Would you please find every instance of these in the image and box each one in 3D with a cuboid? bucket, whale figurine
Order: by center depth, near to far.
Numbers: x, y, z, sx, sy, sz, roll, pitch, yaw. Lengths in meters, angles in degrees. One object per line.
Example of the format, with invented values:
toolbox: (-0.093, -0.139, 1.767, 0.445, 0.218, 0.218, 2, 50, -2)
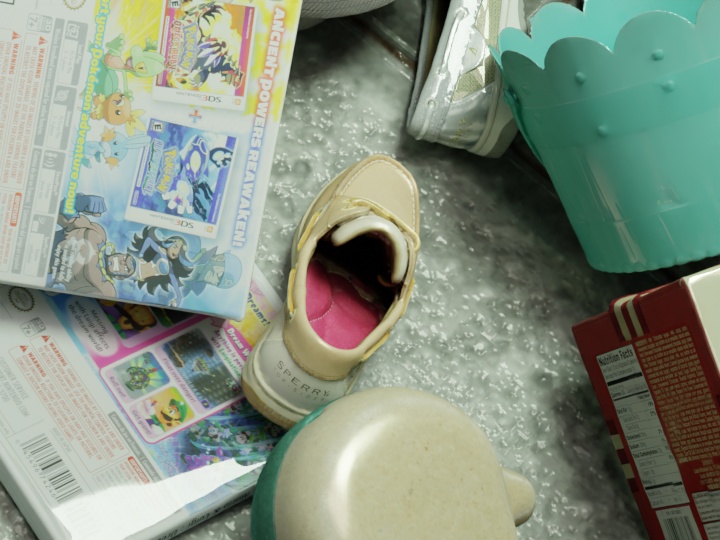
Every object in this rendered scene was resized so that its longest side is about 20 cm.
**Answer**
whale figurine: (0.025, 0.155, 1.248, 0.159, 0.104, 0.200, -43, 104, -34)
bucket: (0.184, -0.093, 1.357, 0.207, 0.207, 0.135, -26, 103, -30)

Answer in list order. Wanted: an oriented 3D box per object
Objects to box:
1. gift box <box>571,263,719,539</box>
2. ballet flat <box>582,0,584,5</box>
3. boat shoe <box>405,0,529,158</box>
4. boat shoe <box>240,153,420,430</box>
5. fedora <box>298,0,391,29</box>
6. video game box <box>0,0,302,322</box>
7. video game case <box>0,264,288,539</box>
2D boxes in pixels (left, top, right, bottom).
gift box: (0.243, 0.075, 1.294, 0.186, 0.185, 0.200, -20, 91, -18)
ballet flat: (0.216, -0.124, 1.484, 0.200, 0.067, 0.068, 43, 56, 10)
boat shoe: (0.056, -0.160, 1.452, 0.065, 0.074, 0.202, 8, 64, -18)
boat shoe: (0.000, 0.000, 1.318, 0.074, 0.069, 0.200, 30, 42, -9)
fedora: (-0.029, -0.210, 1.432, 0.177, 0.090, 0.200, 31, 60, 3)
video game box: (-0.131, -0.087, 1.265, 0.182, 0.047, 0.200, 10, 96, -12)
video game case: (-0.124, 0.041, 1.297, 0.182, 0.024, 0.200, -26, 70, -30)
